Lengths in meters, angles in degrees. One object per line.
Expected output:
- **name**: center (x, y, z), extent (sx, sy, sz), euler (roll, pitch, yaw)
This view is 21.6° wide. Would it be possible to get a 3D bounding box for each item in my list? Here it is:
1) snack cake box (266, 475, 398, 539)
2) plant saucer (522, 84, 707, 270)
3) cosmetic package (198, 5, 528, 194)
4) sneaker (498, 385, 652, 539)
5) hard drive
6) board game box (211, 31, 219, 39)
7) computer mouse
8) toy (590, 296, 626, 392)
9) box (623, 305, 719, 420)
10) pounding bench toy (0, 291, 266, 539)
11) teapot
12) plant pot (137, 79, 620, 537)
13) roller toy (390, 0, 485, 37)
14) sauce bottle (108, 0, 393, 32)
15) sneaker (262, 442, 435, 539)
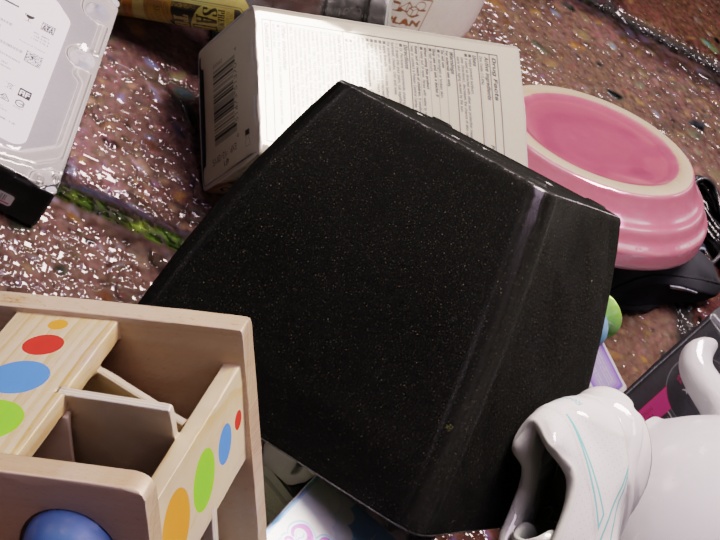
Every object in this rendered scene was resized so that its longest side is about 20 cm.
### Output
- **snack cake box**: center (-0.069, 0.195, 0.895), extent (0.067, 0.115, 0.200), euler (43, 38, 3)
- **plant saucer**: center (0.162, -0.076, 1.361), extent (0.200, 0.051, 0.201), euler (17, 29, -10)
- **cosmetic package**: center (0.002, -0.099, 1.229), extent (0.200, 0.087, 0.104), euler (6, 72, -28)
- **sneaker**: center (0.104, 0.162, 0.977), extent (0.080, 0.070, 0.201), euler (-3, 91, -49)
- **hard drive**: center (-0.230, -0.131, 1.145), extent (0.140, 0.038, 0.200), euler (28, 39, -16)
- **board game box**: center (-0.043, -0.162, 1.338), extent (0.135, 0.028, 0.200), euler (16, 44, -29)
- **computer mouse**: center (0.227, -0.035, 1.424), extent (0.200, 0.046, 0.141), euler (3, 53, -38)
- **toy**: center (0.120, 0.056, 1.218), extent (0.200, 0.047, 0.115), euler (-31, 96, -56)
- **box**: center (0.280, 0.069, 1.305), extent (0.106, 0.122, 0.200), euler (49, 38, 10)
- **pounding bench toy**: center (-0.160, 0.101, 0.810), extent (0.200, 0.124, 0.156), euler (6, 28, 14)
- **teapot**: center (0.169, 0.160, 1.094), extent (0.146, 0.198, 0.200), euler (33, 21, 20)
- **plant pot**: center (0.026, 0.012, 1.009), extent (0.199, 0.178, 0.200), euler (30, 9, 24)
- **roller toy**: center (0.013, -0.245, 1.329), extent (0.182, 0.140, 0.200), euler (34, 35, 11)
- **sauce bottle**: center (-0.078, -0.187, 1.244), extent (0.200, 0.066, 0.066), euler (10, 40, 6)
- **sneaker**: center (0.010, 0.172, 1.017), extent (0.200, 0.081, 0.075), euler (43, 9, 4)
